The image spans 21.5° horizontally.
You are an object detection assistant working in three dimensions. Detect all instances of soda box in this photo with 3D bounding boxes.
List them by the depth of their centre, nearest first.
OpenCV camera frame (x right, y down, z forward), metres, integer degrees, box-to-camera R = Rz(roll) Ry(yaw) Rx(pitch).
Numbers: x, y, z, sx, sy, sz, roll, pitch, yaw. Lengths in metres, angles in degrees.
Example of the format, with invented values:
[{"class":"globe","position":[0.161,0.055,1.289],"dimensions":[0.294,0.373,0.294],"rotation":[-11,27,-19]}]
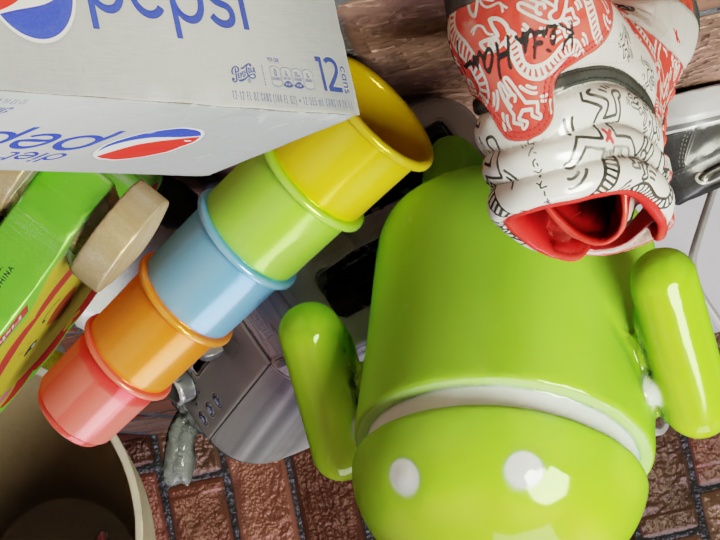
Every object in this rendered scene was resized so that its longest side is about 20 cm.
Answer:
[{"class":"soda box","position":[-0.090,-0.066,0.526],"dimensions":[0.068,0.064,0.200],"rotation":[-18,171,36]}]

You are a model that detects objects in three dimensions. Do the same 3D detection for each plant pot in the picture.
[{"class":"plant pot","position":[-0.185,0.155,1.012],"dimensions":[0.187,0.188,0.200],"rotation":[-12,165,4]}]

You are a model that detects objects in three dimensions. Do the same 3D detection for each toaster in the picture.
[{"class":"toaster","position":[0.000,0.000,0.888],"dimensions":[0.200,0.114,0.129],"rotation":[-27,169,-24]}]

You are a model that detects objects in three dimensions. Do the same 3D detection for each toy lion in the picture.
[{"class":"toy lion","position":[-0.152,0.025,0.794],"dimensions":[0.200,0.069,0.192],"rotation":[-53,180,-16]}]

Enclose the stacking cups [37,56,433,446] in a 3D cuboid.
[{"class":"stacking cups","position":[-0.059,-0.003,0.787],"dimensions":[0.200,0.061,0.060],"rotation":[-42,160,24]}]

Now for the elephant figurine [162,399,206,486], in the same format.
[{"class":"elephant figurine","position":[-0.010,0.033,1.100],"dimensions":[0.155,0.142,0.200],"rotation":[-27,160,37]}]

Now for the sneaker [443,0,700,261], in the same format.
[{"class":"sneaker","position":[0.087,-0.057,0.704],"dimensions":[0.067,0.108,0.201],"rotation":[-14,173,22]}]

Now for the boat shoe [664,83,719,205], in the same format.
[{"class":"boat shoe","position":[0.249,-0.073,1.007],"dimensions":[0.199,0.067,0.070],"rotation":[-10,173,-15]}]

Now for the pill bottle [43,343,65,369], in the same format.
[{"class":"pill bottle","position":[-0.239,0.070,1.161],"dimensions":[0.112,0.113,0.200],"rotation":[-12,173,1]}]

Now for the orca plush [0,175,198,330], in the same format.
[{"class":"orca plush","position":[-0.141,0.000,0.950],"dimensions":[0.199,0.106,0.071],"rotation":[-12,-155,-21]}]

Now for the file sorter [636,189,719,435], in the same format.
[{"class":"file sorter","position":[0.243,0.008,1.168],"dimensions":[0.200,0.139,0.125],"rotation":[-17,-146,38]}]

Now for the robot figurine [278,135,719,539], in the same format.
[{"class":"robot figurine","position":[0.059,0.040,0.748],"dimensions":[0.175,0.201,0.116],"rotation":[-8,145,23]}]
